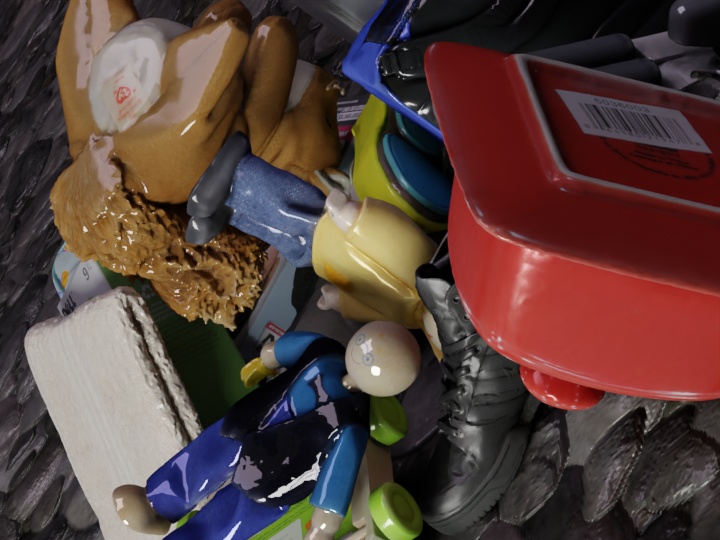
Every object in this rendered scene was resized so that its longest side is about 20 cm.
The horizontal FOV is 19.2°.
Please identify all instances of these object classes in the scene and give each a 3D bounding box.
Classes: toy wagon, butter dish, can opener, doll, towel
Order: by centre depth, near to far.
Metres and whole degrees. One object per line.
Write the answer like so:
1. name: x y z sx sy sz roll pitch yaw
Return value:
1. butter dish: 0.116 0.000 1.013 0.200 0.200 0.148 -101 26 -58
2. can opener: 0.134 -0.111 1.113 0.200 0.067 0.053 -17 37 -16
3. doll: -0.043 0.096 1.134 0.200 0.048 0.137 -40 47 21
4. toy wagon: -0.036 0.125 1.180 0.155 0.040 0.200 -35 38 26
5. towel: -0.137 0.112 1.332 0.034 0.200 0.132 -24 1 -38

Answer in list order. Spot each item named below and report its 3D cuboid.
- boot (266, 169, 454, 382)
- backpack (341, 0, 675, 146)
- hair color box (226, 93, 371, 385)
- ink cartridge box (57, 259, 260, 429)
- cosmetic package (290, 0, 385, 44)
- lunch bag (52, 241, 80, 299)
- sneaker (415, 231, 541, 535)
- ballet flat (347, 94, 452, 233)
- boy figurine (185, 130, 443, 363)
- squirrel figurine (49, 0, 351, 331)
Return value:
1. boot: 0.014 0.027 1.281 0.131 0.068 0.200 -33 33 31
2. backpack: 0.098 -0.160 1.234 0.200 0.162 0.168 -56 20 2
3. hair color box: -0.035 -0.018 1.433 0.099 0.061 0.200 1 61 62
4. ink cartridge box: -0.142 0.033 1.386 0.059 0.200 0.104 -26 -11 -26
5. cosmetic package: 0.034 -0.233 1.446 0.168 0.166 0.200 -55 23 2
6. lunch bag: -0.163 -0.011 1.650 0.161 0.077 0.200 -56 23 4
7. sneaker: 0.061 0.032 1.129 0.200 0.104 0.060 -58 24 -5
8. ballet flat: 0.020 -0.056 1.286 0.067 0.067 0.200 -47 18 20
9. boy figurine: 0.000 0.000 1.206 0.064 0.200 0.124 -56 -6 -26
10. squirrel figurine: -0.094 -0.070 1.330 0.141 0.187 0.200 17 89 36
